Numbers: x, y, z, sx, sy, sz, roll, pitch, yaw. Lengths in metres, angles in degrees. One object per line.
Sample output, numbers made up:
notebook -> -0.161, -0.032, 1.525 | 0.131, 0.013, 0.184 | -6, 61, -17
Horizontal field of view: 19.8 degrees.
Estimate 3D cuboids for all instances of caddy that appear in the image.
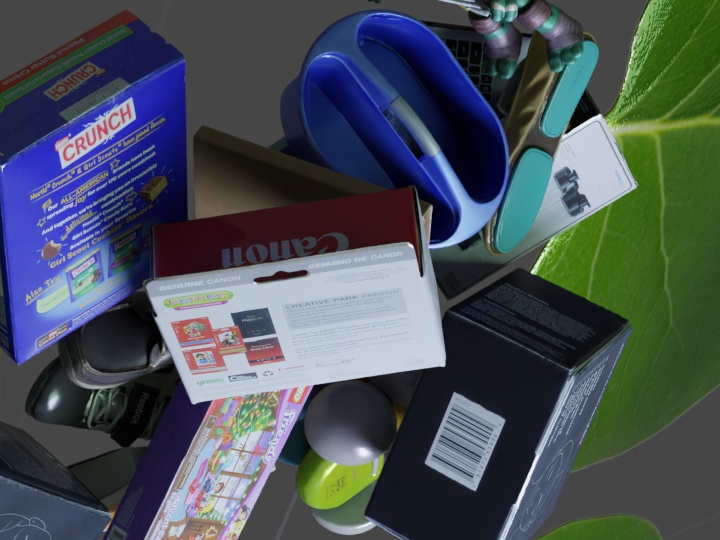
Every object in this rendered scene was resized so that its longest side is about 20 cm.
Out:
caddy -> 0.028, -0.109, 1.642 | 0.141, 0.200, 0.105 | -41, -170, -17

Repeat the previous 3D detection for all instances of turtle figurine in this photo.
turtle figurine -> 0.086, -0.229, 1.629 | 0.200, 0.149, 0.101 | 38, 79, -39

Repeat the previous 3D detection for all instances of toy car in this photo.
toy car -> -0.007, 0.127, 1.896 | 0.200, 0.150, 0.176 | -42, 153, -27

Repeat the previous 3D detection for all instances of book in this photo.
book -> -0.179, 0.182, 1.740 | 0.133, 0.048, 0.200 | -25, 165, 27

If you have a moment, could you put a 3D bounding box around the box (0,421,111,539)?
box -> -0.325, 0.209, 1.543 | 0.200, 0.124, 0.197 | -53, 153, 0

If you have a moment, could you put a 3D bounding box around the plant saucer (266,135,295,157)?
plant saucer -> -0.073, -0.032, 1.759 | 0.070, 0.019, 0.201 | -36, 146, -29

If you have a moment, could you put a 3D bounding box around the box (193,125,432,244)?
box -> -0.040, -0.020, 1.637 | 0.164, 0.199, 0.021 | 93, 23, -45

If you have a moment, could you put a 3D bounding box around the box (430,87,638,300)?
box -> 0.131, -0.072, 1.801 | 0.199, 0.060, 0.117 | -32, 140, 6

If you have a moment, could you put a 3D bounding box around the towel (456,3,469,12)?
towel -> 0.131, -0.292, 1.664 | 0.086, 0.018, 0.200 | 30, 121, -22

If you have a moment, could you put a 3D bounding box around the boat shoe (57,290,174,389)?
boat shoe -> -0.160, 0.042, 1.634 | 0.073, 0.075, 0.200 | -20, 180, 33

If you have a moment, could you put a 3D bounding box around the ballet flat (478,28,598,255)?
ballet flat -> 0.135, -0.111, 1.717 | 0.069, 0.063, 0.201 | 27, 87, -53

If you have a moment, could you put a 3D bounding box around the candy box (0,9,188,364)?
candy box -> -0.206, -0.058, 1.473 | 0.169, 0.077, 0.201 | -34, 147, -32

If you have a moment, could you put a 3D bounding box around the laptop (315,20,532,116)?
laptop -> 0.064, -0.106, 1.782 | 0.188, 0.198, 0.116 | 92, 7, -47

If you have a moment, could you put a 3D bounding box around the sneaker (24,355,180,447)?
sneaker -> -0.181, 0.104, 1.680 | 0.199, 0.088, 0.074 | -5, 128, -52

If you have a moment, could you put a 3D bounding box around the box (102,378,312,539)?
box -> -0.120, 0.152, 1.660 | 0.137, 0.039, 0.201 | 20, 97, -62

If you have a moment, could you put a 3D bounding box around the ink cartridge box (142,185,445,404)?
ink cartridge box -> -0.047, 0.008, 1.507 | 0.198, 0.084, 0.176 | -8, 147, 4

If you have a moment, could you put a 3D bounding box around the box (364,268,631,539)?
box -> 0.120, 0.126, 1.750 | 0.196, 0.123, 0.201 | -22, 137, -66
